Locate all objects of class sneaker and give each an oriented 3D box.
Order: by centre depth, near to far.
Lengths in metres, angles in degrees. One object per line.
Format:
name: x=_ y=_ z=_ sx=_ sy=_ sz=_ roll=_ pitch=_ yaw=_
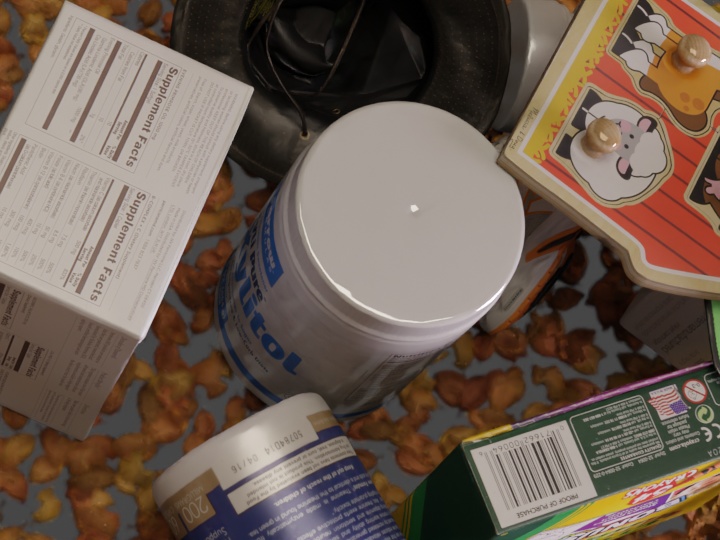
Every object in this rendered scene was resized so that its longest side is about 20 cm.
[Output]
sneaker: x=0.104 y=-0.059 z=1.359 sx=0.092 sy=0.200 sz=0.076 roll=40 pitch=22 yaw=9

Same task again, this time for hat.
hat: x=-0.010 y=-0.135 z=1.387 sx=0.200 sy=0.081 sz=0.201 roll=0 pitch=97 yaw=2

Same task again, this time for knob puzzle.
knob puzzle: x=0.192 y=-0.069 z=1.264 sx=0.219 sy=0.030 sz=0.220 roll=12 pitch=60 yaw=-21

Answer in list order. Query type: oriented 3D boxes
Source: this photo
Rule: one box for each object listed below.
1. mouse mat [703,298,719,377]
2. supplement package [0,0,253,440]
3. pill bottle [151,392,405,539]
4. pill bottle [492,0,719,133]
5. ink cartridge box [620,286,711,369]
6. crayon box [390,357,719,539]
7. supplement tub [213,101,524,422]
mouse mat: x=0.257 y=-0.023 z=1.297 sx=0.161 sy=0.008 sz=0.200 roll=4 pitch=66 yaw=-18
supplement package: x=-0.153 y=-0.021 z=1.249 sx=0.111 sy=0.200 sz=0.156 roll=25 pitch=66 yaw=-7
pill bottle: x=-0.022 y=0.177 z=1.267 sx=0.111 sy=0.111 sz=0.200 roll=-27 pitch=80 yaw=-23
pill bottle: x=0.184 y=-0.112 z=1.428 sx=0.200 sy=0.113 sz=0.113 roll=9 pitch=69 yaw=-14
ink cartridge box: x=0.279 y=0.038 z=1.374 sx=0.200 sy=0.145 sz=0.083 roll=37 pitch=60 yaw=-1
crayon box: x=0.129 y=0.117 z=1.298 sx=0.200 sy=0.173 sz=0.058 roll=-16 pitch=73 yaw=-20
supplement tub: x=0.000 y=0.000 z=1.287 sx=0.132 sy=0.200 sz=0.132 roll=5 pitch=70 yaw=-14
